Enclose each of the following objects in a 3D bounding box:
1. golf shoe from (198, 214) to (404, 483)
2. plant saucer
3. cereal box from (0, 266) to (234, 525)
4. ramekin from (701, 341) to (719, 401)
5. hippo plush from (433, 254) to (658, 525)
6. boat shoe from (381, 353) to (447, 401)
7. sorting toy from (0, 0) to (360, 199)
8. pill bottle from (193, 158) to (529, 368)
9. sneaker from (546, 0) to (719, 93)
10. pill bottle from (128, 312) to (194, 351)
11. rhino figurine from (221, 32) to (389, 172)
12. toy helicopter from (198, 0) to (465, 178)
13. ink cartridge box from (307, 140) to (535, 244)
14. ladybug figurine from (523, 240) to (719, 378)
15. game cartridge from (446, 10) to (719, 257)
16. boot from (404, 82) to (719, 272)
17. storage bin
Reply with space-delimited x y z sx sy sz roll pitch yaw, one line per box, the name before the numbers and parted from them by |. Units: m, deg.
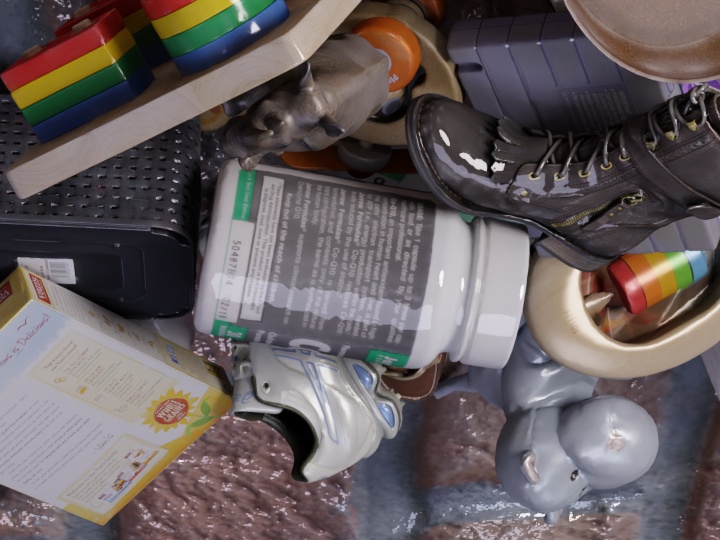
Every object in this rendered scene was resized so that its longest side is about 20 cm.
golf shoe | -0.060 0.053 1.479 0.097 0.200 0.078 -38 180 -27
plant saucer | 0.185 -0.208 1.241 0.200 0.032 0.201 -6 103 -25
cereal box | -0.200 0.088 1.453 0.144 0.040 0.200 -42 136 17
ramekin | 0.344 0.044 1.597 0.200 0.105 0.200 -4 142 -3
hippo plush | 0.134 0.087 1.580 0.200 0.161 0.159 -15 141 12
boat shoe | 0.022 0.042 1.519 0.076 0.072 0.200 -2 146 10
sorting toy | -0.100 -0.142 1.254 0.199 0.200 0.070 -23 105 24
pill bottle | 0.000 0.000 1.372 0.200 0.113 0.113 10 140 -4
sneaker | 0.187 -0.150 1.361 0.083 0.081 0.200 -30 135 19
pill bottle | -0.224 0.051 1.532 0.200 0.112 0.112 -19 140 15
rhino figurine | -0.033 -0.095 1.222 0.087 0.200 0.060 -21 98 13
toy helicopter | -0.028 -0.110 1.380 0.200 0.079 0.132 -3 125 23
ink cartridge box | 0.016 -0.022 1.523 0.161 0.050 0.200 19 133 -28
ladybug figurine | 0.199 -0.001 1.511 0.200 0.136 0.072 -25 -175 -13
game cartridge | 0.146 -0.084 1.361 0.129 0.038 0.200 -5 138 22
boot | 0.147 -0.075 1.288 0.200 0.069 0.174 27 148 -30
storage bin | -0.205 -0.039 1.406 0.200 0.094 0.135 3 153 -2
